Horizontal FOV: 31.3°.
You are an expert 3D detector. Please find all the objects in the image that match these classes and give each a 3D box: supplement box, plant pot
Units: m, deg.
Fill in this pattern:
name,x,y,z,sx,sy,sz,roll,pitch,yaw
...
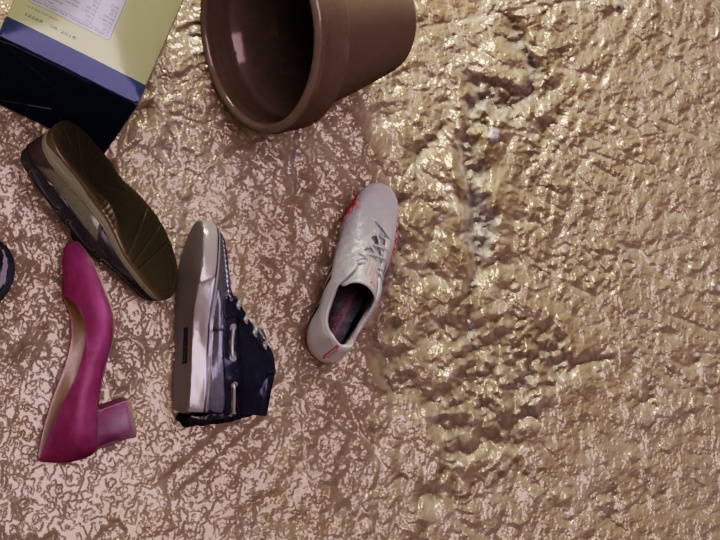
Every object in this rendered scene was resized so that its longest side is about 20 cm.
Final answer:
name,x,y,z,sx,sy,sz,roll,pitch,yaw
supplement box,-0.247,-0.247,1.204,0.133,0.200,0.202,25,75,-16
plant pot,-0.041,-0.252,1.306,0.173,0.199,0.203,-16,88,-39

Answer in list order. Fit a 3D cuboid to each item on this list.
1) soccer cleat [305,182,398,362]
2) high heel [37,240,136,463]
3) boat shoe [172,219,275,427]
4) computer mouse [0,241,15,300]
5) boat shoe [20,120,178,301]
name,x,y,z,sx,sy,sz,roll,pitch,yaw
soccer cleat,0.000,0.000,1.322,0.068,0.085,0.202,26,74,-15
high heel,-0.280,0.078,1.219,0.095,0.067,0.203,-14,96,-24
boat shoe,-0.132,0.055,1.279,0.092,0.074,0.203,6,86,-28
computer mouse,-0.412,-0.046,1.197,0.197,0.046,0.143,12,82,-7
boat shoe,-0.252,-0.051,1.247,0.202,0.065,0.072,57,34,-24
